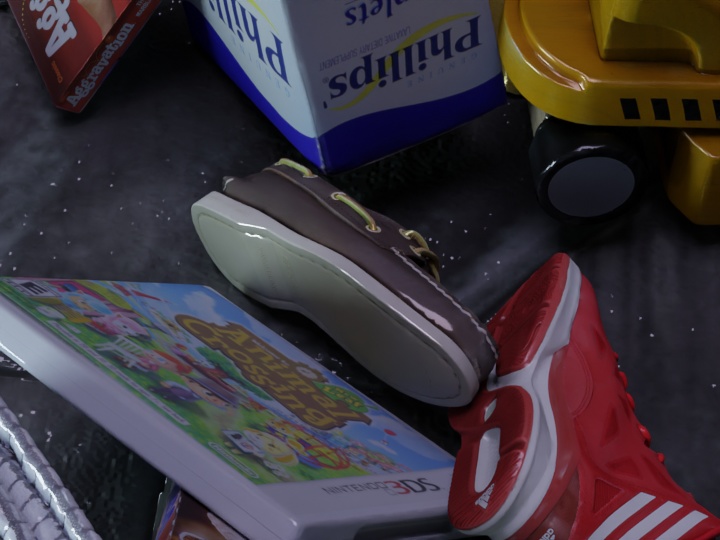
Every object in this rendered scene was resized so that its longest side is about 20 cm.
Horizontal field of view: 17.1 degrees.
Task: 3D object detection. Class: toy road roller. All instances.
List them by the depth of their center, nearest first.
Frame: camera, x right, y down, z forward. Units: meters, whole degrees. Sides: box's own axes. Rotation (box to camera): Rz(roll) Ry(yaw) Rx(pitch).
[{"bbox_3d":[0.166,-0.110,1.155,0.199,0.146,0.123,0,50,-7],"label":"toy road roller"}]

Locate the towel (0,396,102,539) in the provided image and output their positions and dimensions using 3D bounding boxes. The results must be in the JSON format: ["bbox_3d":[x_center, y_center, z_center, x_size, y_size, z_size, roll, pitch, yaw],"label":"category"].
[{"bbox_3d":[-0.136,0.148,0.970,0.085,0.166,0.200,-32,55,-12],"label":"towel"}]

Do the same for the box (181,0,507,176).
[{"bbox_3d":[-0.029,-0.180,1.183,0.105,0.201,0.184,-25,36,-13],"label":"box"}]

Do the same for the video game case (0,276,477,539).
[{"bbox_3d":[-0.052,0.060,1.051,0.200,0.182,0.022,33,105,28],"label":"video game case"}]

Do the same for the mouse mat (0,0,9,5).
[{"bbox_3d":[-0.213,-0.221,1.384,0.160,0.008,0.201,-9,49,-3],"label":"mouse mat"}]

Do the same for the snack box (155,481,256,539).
[{"bbox_3d":[-0.047,0.111,0.987,0.072,0.200,0.024,31,98,-5],"label":"snack box"}]

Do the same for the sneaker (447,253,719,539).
[{"bbox_3d":[0.104,0.081,1.081,0.115,0.078,0.200,37,34,-12],"label":"sneaker"}]

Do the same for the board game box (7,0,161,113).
[{"bbox_3d":[-0.162,-0.188,1.293,0.019,0.103,0.200,13,36,-41],"label":"board game box"}]

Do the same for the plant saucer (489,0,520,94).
[{"bbox_3d":[0.132,-0.204,1.314,0.199,0.049,0.200,-18,51,-10],"label":"plant saucer"}]

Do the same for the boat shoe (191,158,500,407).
[{"bbox_3d":[0.000,0.000,1.127,0.059,0.072,0.200,-36,40,-23],"label":"boat shoe"}]
